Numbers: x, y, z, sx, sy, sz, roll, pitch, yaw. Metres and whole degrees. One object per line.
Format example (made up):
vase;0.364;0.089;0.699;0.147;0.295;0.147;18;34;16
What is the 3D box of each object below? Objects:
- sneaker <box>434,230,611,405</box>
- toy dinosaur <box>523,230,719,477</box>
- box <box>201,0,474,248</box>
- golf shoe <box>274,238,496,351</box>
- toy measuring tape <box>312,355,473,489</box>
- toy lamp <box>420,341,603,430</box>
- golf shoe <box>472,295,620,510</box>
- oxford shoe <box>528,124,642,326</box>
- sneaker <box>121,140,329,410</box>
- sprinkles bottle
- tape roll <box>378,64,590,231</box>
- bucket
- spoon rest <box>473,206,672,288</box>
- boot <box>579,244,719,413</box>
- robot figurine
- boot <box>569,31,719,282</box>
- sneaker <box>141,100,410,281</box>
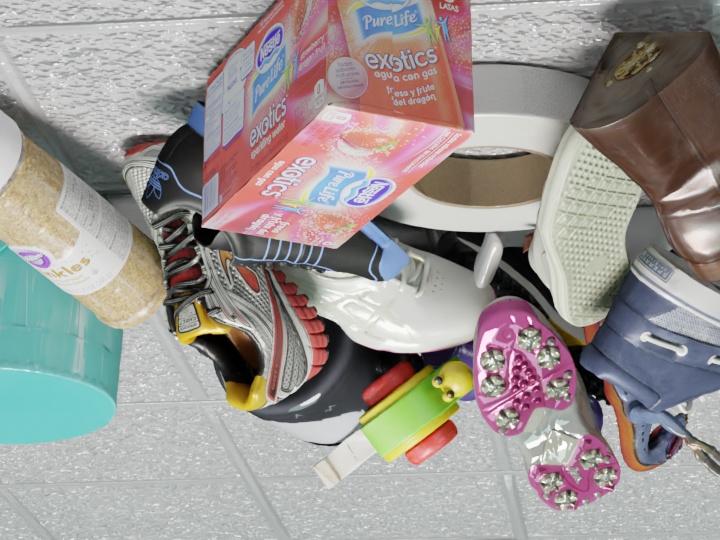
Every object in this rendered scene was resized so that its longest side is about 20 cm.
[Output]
sneaker;0.144;0.016;1.857;0.199;0.090;0.070;34;143;-12
toy dinosaur;0.194;0.061;1.788;0.199;0.105;0.182;27;133;9
box;-0.017;-0.097;1.503;0.094;0.103;0.200;9;157;-22
golf shoe;0.000;0.000;1.761;0.198;0.076;0.092;11;146;-3
toy measuring tape;0.013;0.118;1.823;0.073;0.074;0.200;14;145;-32
toy lamp;0.112;0.088;1.913;0.058;0.059;0.200;-13;152;32
golf shoe;0.121;0.081;1.795;0.075;0.092;0.201;-21;131;6
oxford shoe;0.137;-0.040;1.607;0.075;0.058;0.201;-24;148;-12
sneaker;-0.097;0.003;1.694;0.078;0.082;0.201;-20;107;46
sprinkles bottle;-0.204;-0.035;1.671;0.068;0.069;0.200;-12;146;30
tape roll;0.082;-0.076;1.651;0.201;0.037;0.203;0;159;0
bucket;-0.259;0.034;1.810;0.205;0.136;0.207;0;158;0
spoon rest;0.171;-0.009;1.792;0.198;0.061;0.100;8;123;-21
boot;0.228;0.055;1.682;0.199;0.091;0.073;26;-167;-38
robot figurine;-0.034;0.065;1.899;0.125;0.150;0.200;-44;151;6
boot;0.234;-0.098;1.529;0.186;0.064;0.200;-38;134;4
sneaker;-0.056;-0.032;1.656;0.200;0.078;0.070;34;-176;-34
